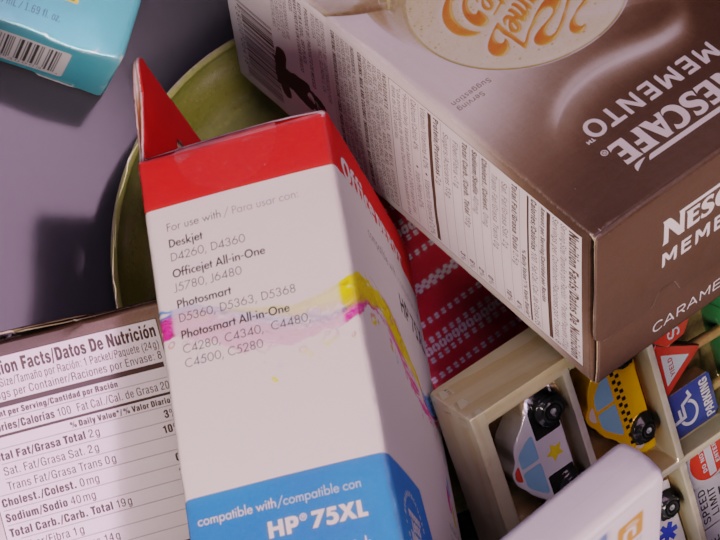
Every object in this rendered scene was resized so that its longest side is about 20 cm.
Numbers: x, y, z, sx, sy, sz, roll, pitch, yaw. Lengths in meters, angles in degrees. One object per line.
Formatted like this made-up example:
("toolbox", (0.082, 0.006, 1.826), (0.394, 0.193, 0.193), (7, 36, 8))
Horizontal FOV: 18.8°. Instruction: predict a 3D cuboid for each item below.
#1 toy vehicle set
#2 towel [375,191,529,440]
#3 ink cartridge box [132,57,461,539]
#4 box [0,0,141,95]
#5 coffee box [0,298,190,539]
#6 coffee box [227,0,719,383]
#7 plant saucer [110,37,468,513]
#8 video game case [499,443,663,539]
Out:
("toy vehicle set", (0.107, 0.095, 0.795), (0.124, 0.026, 0.200), (-32, 123, -20))
("towel", (0.076, 0.006, 0.831), (0.144, 0.022, 0.200), (-33, 89, -19))
("ink cartridge box", (-0.018, 0.030, 0.718), (0.067, 0.116, 0.200), (-14, 64, 9))
("box", (-0.105, -0.176, 0.831), (0.082, 0.049, 0.201), (18, 75, -13))
("coffee box", (-0.088, 0.121, 0.742), (0.080, 0.113, 0.201), (-14, 82, -19))
("coffee box", (0.056, -0.070, 0.760), (0.114, 0.080, 0.200), (-34, 55, -21))
("plant saucer", (0.000, 0.000, 0.836), (0.199, 0.031, 0.201), (4, 77, -16))
("video game case", (0.021, 0.171, 0.688), (0.200, 0.183, 0.022), (-35, 52, -26))
